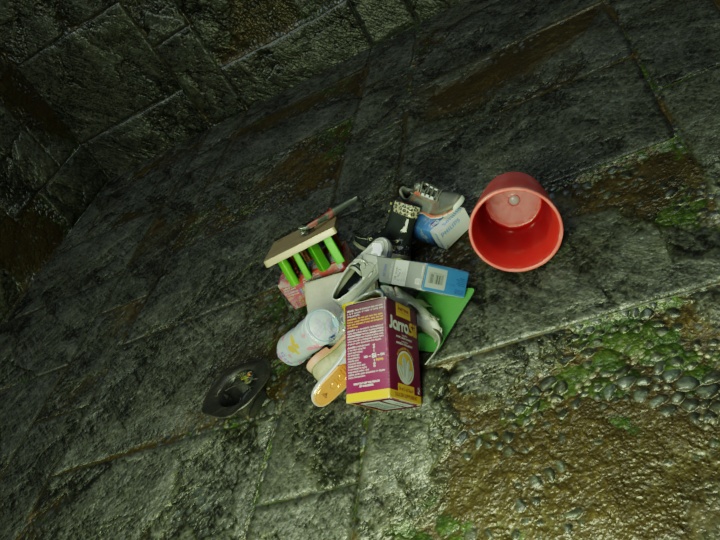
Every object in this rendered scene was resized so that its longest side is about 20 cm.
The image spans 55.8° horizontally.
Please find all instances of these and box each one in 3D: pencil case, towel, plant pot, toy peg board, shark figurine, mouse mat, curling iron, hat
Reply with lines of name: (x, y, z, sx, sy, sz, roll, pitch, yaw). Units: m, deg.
pencil case: (-0.123, 0.156, 1.579, 0.091, 0.083, 0.200, -30, -6, -37)
towel: (-0.046, 0.068, 1.685, 0.200, 0.034, 0.133, -16, 66, 20)
plant pot: (0.342, -0.124, 1.513, 0.200, 0.200, 0.177, -21, 23, 21)
toy peg board: (-0.130, -0.051, 1.772, 0.200, 0.098, 0.199, -26, 15, 8)
shark figurine: (0.126, 0.125, 1.479, 0.090, 0.128, 0.214, -54, 47, 14)
mouse mat: (0.156, 0.105, 1.532, 0.161, 0.008, 0.200, 3, 45, 45)
curling iron: (-0.085, -0.147, 1.767, 0.200, 0.026, 0.050, -36, 19, -26)
hat: (-0.277, 0.299, 1.604, 0.200, 0.081, 0.201, -22, 25, 11)

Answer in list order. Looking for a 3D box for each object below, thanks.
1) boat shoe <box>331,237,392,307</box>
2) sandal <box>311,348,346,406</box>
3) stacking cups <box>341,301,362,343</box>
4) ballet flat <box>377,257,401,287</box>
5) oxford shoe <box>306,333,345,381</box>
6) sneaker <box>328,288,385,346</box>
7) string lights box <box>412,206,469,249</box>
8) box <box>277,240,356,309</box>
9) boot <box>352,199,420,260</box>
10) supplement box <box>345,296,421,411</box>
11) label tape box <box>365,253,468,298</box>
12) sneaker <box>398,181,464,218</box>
boat shoe: (0.000, 0.000, 1.629, 0.072, 0.066, 0.200, 41, 92, 30)
sandal: (-0.018, 0.222, 1.475, 0.207, 0.079, 0.059, -50, 34, -9)
stacking cups: (-0.002, 0.169, 1.432, 0.060, 0.060, 0.200, -15, 71, 29)
ballet flat: (0.033, 0.018, 1.725, 0.200, 0.067, 0.067, -26, 3, 16)
oxford shoe: (-0.022, 0.188, 1.548, 0.200, 0.071, 0.074, -37, 58, -9)
sneaker: (-0.013, 0.105, 1.591, 0.200, 0.081, 0.077, -36, 65, 13)
string lights box: (0.186, -0.128, 1.778, 0.103, 0.059, 0.200, -43, 32, -15)
box: (-0.109, 0.013, 1.825, 0.200, 0.096, 0.100, -21, 32, 20)
boot: (0.072, -0.110, 1.777, 0.204, 0.073, 0.154, 22, 100, 48)
supplement box: (0.045, 0.169, 1.353, 0.103, 0.131, 0.200, -15, 66, 31)
label tape box: (0.122, 0.012, 1.547, 0.200, 0.144, 0.063, 10, 89, 49)
sneaker: (0.171, -0.185, 1.733, 0.200, 0.082, 0.077, 3, 46, 46)
